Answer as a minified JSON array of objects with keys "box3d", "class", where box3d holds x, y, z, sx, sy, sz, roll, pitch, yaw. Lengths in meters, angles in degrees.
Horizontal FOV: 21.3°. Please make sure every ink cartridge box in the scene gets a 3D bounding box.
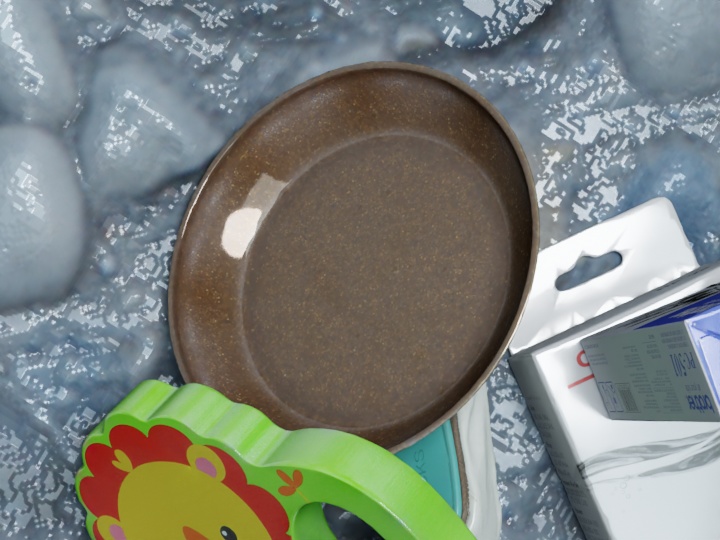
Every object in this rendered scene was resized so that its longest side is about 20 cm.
[{"box3d":[0.151,0.072,0.946,0.115,0.067,0.201,-24,89,-6],"class":"ink cartridge box"},{"box3d":[0.161,0.028,0.814,0.093,0.200,0.045,-22,88,-6],"class":"ink cartridge box"}]

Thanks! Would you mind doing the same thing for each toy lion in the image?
[{"box3d":[-0.038,0.127,0.877,0.192,0.199,0.069,52,47,-8],"class":"toy lion"}]

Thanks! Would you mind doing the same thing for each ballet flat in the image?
[{"box3d":[0.036,0.049,0.935,0.069,0.070,0.202,-2,68,-5],"class":"ballet flat"}]

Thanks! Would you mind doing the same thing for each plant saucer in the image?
[{"box3d":[0.000,0.000,0.913,0.199,0.037,0.202,-11,66,27],"class":"plant saucer"}]
